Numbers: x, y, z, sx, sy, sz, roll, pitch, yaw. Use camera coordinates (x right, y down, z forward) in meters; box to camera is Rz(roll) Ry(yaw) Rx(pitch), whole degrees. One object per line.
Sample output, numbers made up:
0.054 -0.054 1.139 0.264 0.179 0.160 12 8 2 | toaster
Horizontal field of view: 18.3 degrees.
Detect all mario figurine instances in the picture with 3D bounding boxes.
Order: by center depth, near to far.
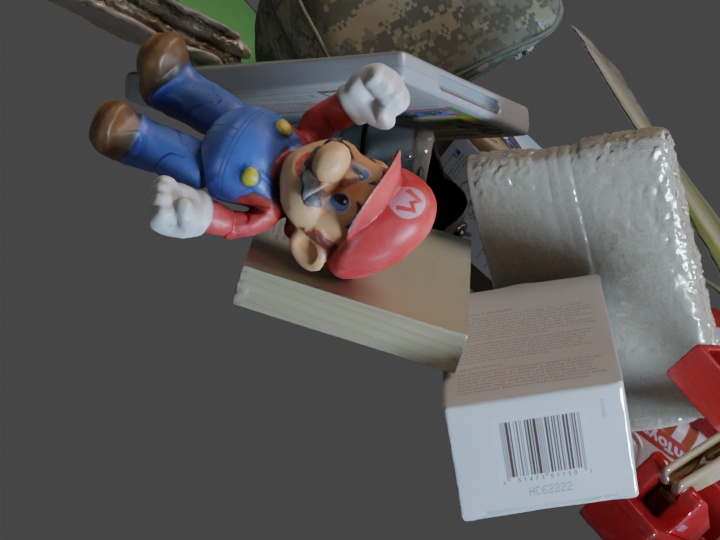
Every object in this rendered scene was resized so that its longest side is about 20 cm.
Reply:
-0.049 -0.069 1.241 0.200 0.124 0.106 25 15 16 | mario figurine

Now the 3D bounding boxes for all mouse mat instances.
-0.103 -0.194 1.764 0.161 0.008 0.200 24 24 -50 | mouse mat

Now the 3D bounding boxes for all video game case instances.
-0.019 -0.107 1.433 0.200 0.022 0.182 -2 -8 29 | video game case

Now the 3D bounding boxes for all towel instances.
-0.173 -0.176 1.397 0.200 0.034 0.133 25 -2 -41 | towel
0.152 0.010 1.407 0.034 0.132 0.200 -59 137 -64 | towel

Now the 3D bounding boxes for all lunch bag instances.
0.027 -0.185 1.616 0.139 0.200 0.168 64 -19 -4 | lunch bag

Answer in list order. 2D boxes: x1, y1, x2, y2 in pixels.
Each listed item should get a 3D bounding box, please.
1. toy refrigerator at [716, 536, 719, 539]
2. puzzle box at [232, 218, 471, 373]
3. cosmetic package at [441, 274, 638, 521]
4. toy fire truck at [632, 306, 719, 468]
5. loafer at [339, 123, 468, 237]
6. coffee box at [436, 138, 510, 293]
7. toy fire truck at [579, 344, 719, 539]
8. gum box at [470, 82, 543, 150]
0.257 0.241 1.299 0.076 0.070 0.200 34 16 -28 | toy refrigerator
0.000 0.000 1.326 0.133 0.025 0.200 17 16 -1 | puzzle box
0.101 0.070 1.297 0.200 0.101 0.071 -82 162 -72 | cosmetic package
0.239 0.136 1.533 0.200 0.112 0.168 38 39 -13 | toy fire truck
0.043 -0.040 1.477 0.200 0.063 0.072 50 39 -62 | loafer
0.083 -0.061 1.709 0.200 0.080 0.114 49 16 28 | coffee box
0.206 0.122 1.350 0.049 0.141 0.200 50 12 28 | toy fire truck
0.078 -0.140 2.004 0.170 0.045 0.200 43 15 4 | gum box
